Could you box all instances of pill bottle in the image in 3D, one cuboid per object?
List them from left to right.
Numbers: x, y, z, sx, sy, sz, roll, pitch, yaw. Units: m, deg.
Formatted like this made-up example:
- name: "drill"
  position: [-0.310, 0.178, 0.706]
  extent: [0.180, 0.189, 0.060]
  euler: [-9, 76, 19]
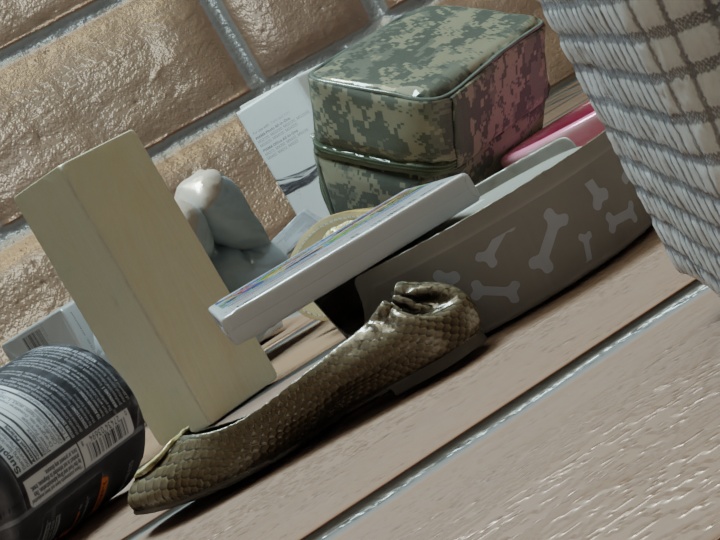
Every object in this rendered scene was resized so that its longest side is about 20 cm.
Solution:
- name: "pill bottle"
  position: [-0.215, 0.122, 1.037]
  extent: [0.106, 0.106, 0.200]
  euler: [-28, 4, 29]

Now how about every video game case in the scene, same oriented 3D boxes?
- name: "video game case"
  position: [-0.015, -0.007, 0.980]
  extent: [0.143, 0.018, 0.200]
  euler: [-31, 4, -5]

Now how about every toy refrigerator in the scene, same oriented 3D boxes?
- name: "toy refrigerator"
  position: [-0.149, 0.013, 1.242]
  extent: [0.070, 0.200, 0.076]
  euler: [-27, 5, 44]

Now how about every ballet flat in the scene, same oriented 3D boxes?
- name: "ballet flat"
  position: [-0.032, 0.061, 0.875]
  extent: [0.200, 0.046, 0.067]
  euler: [-29, 3, 14]

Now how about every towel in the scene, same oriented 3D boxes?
- name: "towel"
  position: [0.116, -0.068, 0.539]
  extent: [0.085, 0.166, 0.200]
  euler: [-27, 5, 2]

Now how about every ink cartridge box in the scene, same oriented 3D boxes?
- name: "ink cartridge box"
  position: [-0.011, -0.106, 1.762]
  extent: [0.083, 0.200, 0.145]
  euler: [-28, 4, 33]

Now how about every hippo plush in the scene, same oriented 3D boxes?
- name: "hippo plush"
  position: [-0.144, 0.009, 1.482]
  extent: [0.161, 0.160, 0.200]
  euler: [-18, 12, 39]

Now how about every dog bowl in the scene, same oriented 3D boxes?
- name: "dog bowl"
  position: [0.071, -0.013, 0.966]
  extent: [0.200, 0.059, 0.200]
  euler: [-30, 4, 2]

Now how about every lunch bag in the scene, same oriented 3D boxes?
- name: "lunch bag"
  position: [0.057, -0.101, 1.422]
  extent: [0.139, 0.168, 0.200]
  euler: [10, 31, 31]

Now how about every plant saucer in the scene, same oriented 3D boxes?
- name: "plant saucer"
  position: [0.202, -0.113, 1.350]
  extent: [0.200, 0.051, 0.201]
  euler: [-31, 3, 2]

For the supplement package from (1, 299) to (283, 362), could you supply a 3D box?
- name: "supplement package"
  position: [-0.194, 0.058, 1.617]
  extent: [0.200, 0.120, 0.121]
  euler: [-33, 4, -41]

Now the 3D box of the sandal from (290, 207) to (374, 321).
- name: "sandal"
  position: [-0.002, -0.005, 1.301]
  extent: [0.212, 0.078, 0.070]
  euler: [-20, 3, 42]
